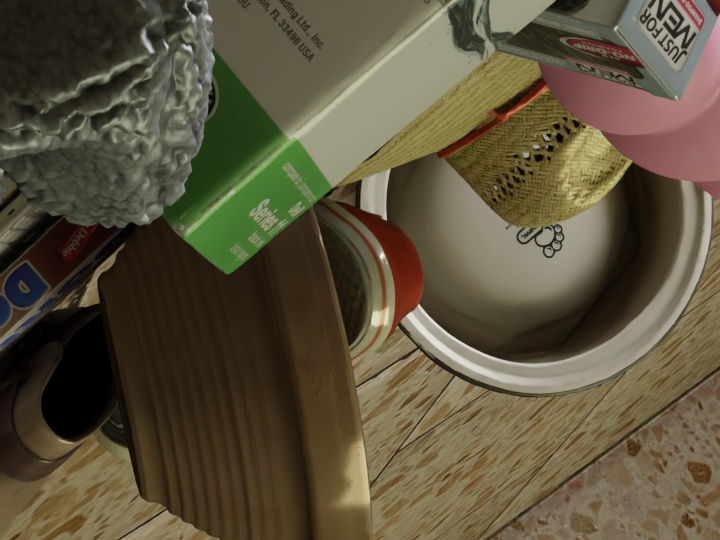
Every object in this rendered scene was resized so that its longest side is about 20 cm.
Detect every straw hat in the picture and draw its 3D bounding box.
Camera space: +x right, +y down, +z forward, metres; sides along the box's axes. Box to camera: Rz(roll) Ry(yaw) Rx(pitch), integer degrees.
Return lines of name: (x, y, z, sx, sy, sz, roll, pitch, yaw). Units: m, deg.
straw hat: (0.084, -0.069, 0.990, 0.201, 0.085, 0.201, -40, -178, 2)

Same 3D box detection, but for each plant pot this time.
plant pot: (-0.062, 0.044, 0.957, 0.092, 0.202, 0.201, -12, 161, -9)

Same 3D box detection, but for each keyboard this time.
keyboard: (-0.185, 0.016, 0.969, 0.200, 0.011, 0.056, -42, 167, 8)

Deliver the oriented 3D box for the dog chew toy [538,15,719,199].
dog chew toy: (0.143, -0.088, 0.874, 0.199, 0.125, 0.125, 2, 138, -49)

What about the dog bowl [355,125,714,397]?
dog bowl: (0.089, -0.033, 1.200, 0.200, 0.201, 0.074, -38, -175, -10)

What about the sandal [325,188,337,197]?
sandal: (0.007, -0.109, 1.046, 0.201, 0.045, 0.075, -56, 168, 14)

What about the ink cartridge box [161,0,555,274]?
ink cartridge box: (-0.016, -0.121, 0.696, 0.200, 0.147, 0.083, -39, 167, 0)

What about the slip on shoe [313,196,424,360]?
slip on shoe: (0.000, 0.000, 1.007, 0.061, 0.075, 0.200, -9, -178, -5)

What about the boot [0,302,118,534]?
boot: (-0.177, 0.095, 1.021, 0.146, 0.070, 0.201, -30, -153, 45)

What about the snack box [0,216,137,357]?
snack box: (-0.172, 0.030, 0.989, 0.200, 0.024, 0.072, -42, 179, 7)

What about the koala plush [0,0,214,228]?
koala plush: (-0.147, -0.047, 0.563, 0.183, 0.178, 0.200, -25, 164, -11)

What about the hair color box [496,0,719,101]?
hair color box: (0.102, -0.171, 0.777, 0.061, 0.098, 0.201, 36, 76, -53)

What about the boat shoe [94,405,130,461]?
boat shoe: (-0.068, 0.024, 1.203, 0.200, 0.072, 0.068, -38, 143, -31)
